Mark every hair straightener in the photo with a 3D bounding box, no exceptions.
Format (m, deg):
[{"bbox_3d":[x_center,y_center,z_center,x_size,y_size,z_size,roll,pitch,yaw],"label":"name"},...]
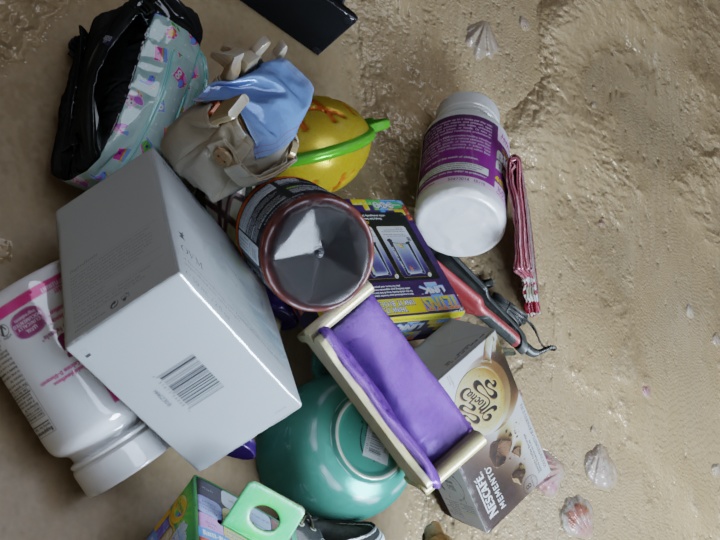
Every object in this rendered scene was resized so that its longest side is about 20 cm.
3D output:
[{"bbox_3d":[0.163,0.034,1.437,0.199,0.041,0.077,36,41,-6],"label":"hair straightener"}]

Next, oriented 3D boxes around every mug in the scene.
[{"bbox_3d":[-0.025,0.170,1.222,0.151,0.114,0.186,-26,89,-37],"label":"mug"}]

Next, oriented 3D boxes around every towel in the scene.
[{"bbox_3d":[0.199,-0.036,1.431,0.022,0.200,0.146,-6,71,10],"label":"towel"}]

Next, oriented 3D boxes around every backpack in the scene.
[{"bbox_3d":[-0.232,-0.167,1.189,0.126,0.166,0.202,22,67,-31],"label":"backpack"}]

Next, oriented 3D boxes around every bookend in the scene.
[{"bbox_3d":[-0.079,-0.406,1.417,0.199,0.092,0.200,33,57,-21],"label":"bookend"}]

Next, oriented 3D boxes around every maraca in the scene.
[{"bbox_3d":[-0.044,-0.143,1.303,0.200,0.136,0.108,-38,124,-61],"label":"maraca"}]

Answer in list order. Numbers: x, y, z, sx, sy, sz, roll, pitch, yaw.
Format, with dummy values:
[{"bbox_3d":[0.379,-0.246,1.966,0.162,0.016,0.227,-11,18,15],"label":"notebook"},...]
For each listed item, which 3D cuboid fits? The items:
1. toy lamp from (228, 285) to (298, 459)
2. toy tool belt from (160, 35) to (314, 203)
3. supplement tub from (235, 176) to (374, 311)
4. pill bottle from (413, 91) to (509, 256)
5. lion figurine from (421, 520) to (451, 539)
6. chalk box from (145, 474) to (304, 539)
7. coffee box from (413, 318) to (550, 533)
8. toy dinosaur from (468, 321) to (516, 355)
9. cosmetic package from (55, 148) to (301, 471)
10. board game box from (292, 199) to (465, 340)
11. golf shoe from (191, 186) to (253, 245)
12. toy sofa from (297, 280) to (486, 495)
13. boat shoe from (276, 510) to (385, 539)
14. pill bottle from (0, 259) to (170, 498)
[{"bbox_3d":[-0.107,0.095,1.233,0.058,0.058,0.202,30,59,-21],"label":"toy lamp"},{"bbox_3d":[-0.098,-0.162,1.133,0.125,0.123,0.200,39,43,-2],"label":"toy tool belt"},{"bbox_3d":[-0.060,-0.032,1.113,0.106,0.200,0.108,-3,102,-14],"label":"supplement tub"},{"bbox_3d":[0.126,-0.123,1.426,0.112,0.112,0.201,29,44,-22],"label":"pill bottle"},{"bbox_3d":[0.008,0.319,1.184,0.199,0.122,0.073,-14,81,-36],"label":"lion figurine"},{"bbox_3d":[-0.128,0.280,1.042,0.124,0.201,0.124,33,14,-19],"label":"chalk box"},{"bbox_3d":[0.119,0.170,1.288,0.113,0.079,0.201,-37,118,-27],"label":"coffee box"},{"bbox_3d":[0.111,0.115,1.380,0.200,0.047,0.089,-39,114,-39],"label":"toy dinosaur"},{"bbox_3d":[-0.169,0.034,1.077,0.200,0.122,0.201,52,8,-39],"label":"cosmetic package"},{"bbox_3d":[0.000,0.000,1.294,0.199,0.057,0.166,-2,55,-43],"label":"board game box"},{"bbox_3d":[-0.157,-0.071,1.251,0.087,0.077,0.202,-7,76,-28],"label":"golf shoe"},{"bbox_3d":[0.033,0.113,1.136,0.083,0.098,0.201,-38,95,-13],"label":"toy sofa"},{"bbox_3d":[-0.071,0.267,1.149,0.198,0.069,0.057,-5,103,-14],"label":"boat shoe"},{"bbox_3d":[-0.264,0.100,1.088,0.113,0.113,0.201,-33,93,-38],"label":"pill bottle"}]
